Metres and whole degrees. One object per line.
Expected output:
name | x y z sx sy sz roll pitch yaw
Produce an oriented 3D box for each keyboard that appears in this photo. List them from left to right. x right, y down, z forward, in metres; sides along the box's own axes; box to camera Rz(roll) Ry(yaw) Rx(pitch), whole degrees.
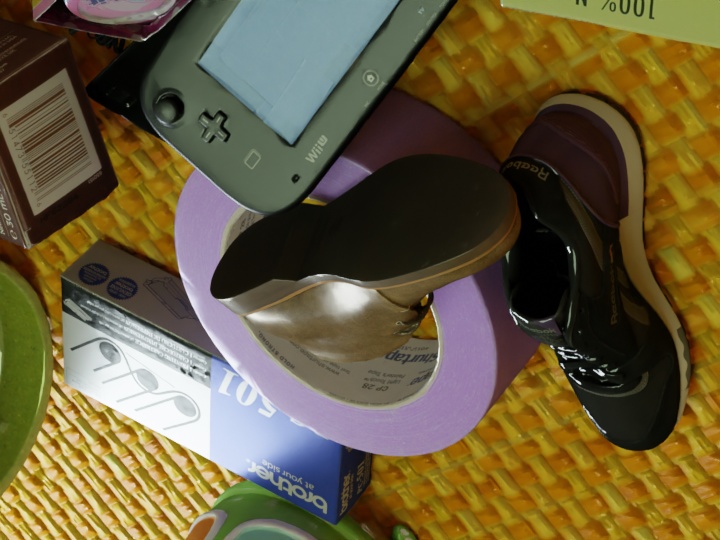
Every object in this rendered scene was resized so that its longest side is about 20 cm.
keyboard | -0.076 -0.135 1.191 0.104 0.040 0.200 31 142 -22

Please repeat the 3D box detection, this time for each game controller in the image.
game controller | -0.023 -0.121 1.092 0.104 0.042 0.200 45 117 13

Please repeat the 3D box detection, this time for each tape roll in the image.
tape roll | 0.000 0.000 1.209 0.199 0.066 0.201 21 135 23

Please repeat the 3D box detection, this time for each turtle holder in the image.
turtle holder | -0.038 0.221 1.374 0.141 0.132 0.186 -24 107 46

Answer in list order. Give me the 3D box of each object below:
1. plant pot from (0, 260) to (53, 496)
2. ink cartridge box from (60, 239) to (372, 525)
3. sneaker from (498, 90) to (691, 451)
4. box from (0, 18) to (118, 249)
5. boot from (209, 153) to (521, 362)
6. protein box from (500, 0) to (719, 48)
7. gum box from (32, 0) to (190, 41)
plant pot | -0.330 0.055 1.442 0.184 0.200 0.201 24 137 37
ink cartridge box | -0.085 0.065 1.346 0.199 0.044 0.094 25 138 20
sneaker | 0.103 0.019 1.124 0.075 0.088 0.201 5 126 36
box | -0.236 -0.093 1.284 0.200 0.075 0.100 21 138 43
boot | 0.017 -0.001 1.108 0.075 0.074 0.200 41 147 -26
protein box | 0.161 -0.201 0.858 0.198 0.135 0.201 15 131 28
gum box | -0.084 -0.204 1.059 0.200 0.066 0.114 -33 57 49
